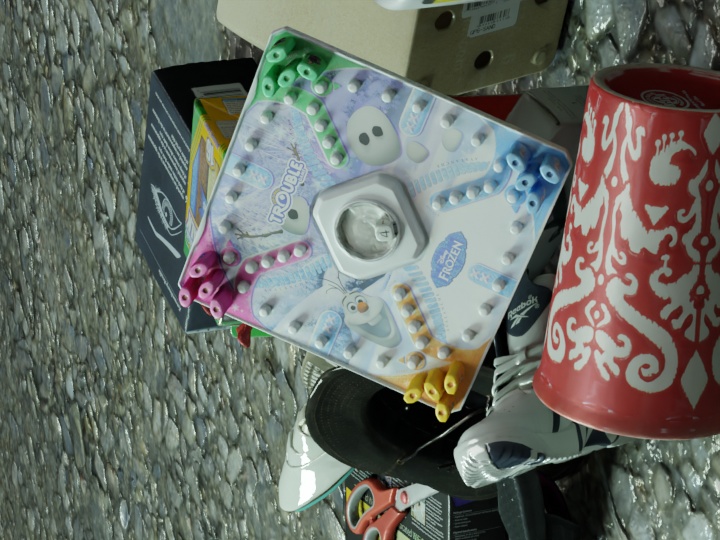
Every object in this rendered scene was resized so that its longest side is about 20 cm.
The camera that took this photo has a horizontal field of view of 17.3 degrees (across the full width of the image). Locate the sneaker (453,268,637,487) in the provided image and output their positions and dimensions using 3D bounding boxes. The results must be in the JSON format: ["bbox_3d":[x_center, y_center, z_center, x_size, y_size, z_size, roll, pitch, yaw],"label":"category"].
[{"bbox_3d":[0.108,0.064,1.541,0.079,0.199,0.130,-23,81,37],"label":"sneaker"}]

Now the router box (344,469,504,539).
[{"bbox_3d":[0.049,0.210,1.895,0.200,0.052,0.158,-148,54,-61],"label":"router box"}]

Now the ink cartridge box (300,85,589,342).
[{"bbox_3d":[0.072,-0.029,1.534,0.044,0.173,0.200,45,121,25],"label":"ink cartridge box"}]

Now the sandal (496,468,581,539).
[{"bbox_3d":[0.129,0.170,1.669,0.201,0.048,0.075,76,169,-55],"label":"sandal"}]

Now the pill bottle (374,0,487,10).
[{"bbox_3d":[0.100,-0.222,1.440,0.111,0.200,0.112,172,90,-66],"label":"pill bottle"}]

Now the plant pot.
[{"bbox_3d":[0.041,-0.223,1.610,0.177,0.199,0.200,47,141,36],"label":"plant pot"}]

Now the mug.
[{"bbox_3d":[0.166,-0.022,1.437,0.177,0.133,0.201,25,119,43],"label":"mug"}]

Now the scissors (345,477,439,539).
[{"bbox_3d":[0.029,0.174,1.845,0.200,0.014,0.073,121,136,-55],"label":"scissors"}]

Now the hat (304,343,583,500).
[{"bbox_3d":[0.064,0.086,1.688,0.201,0.200,0.081,121,162,-56],"label":"hat"}]

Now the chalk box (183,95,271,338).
[{"bbox_3d":[-0.075,-0.035,1.999,0.124,0.124,0.200,-120,32,-52],"label":"chalk box"}]

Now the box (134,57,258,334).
[{"bbox_3d":[-0.128,-0.068,2.146,0.148,0.104,0.200,-122,32,-43],"label":"box"}]

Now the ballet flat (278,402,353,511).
[{"bbox_3d":[-0.010,0.116,1.873,0.200,0.069,0.070,-39,56,26],"label":"ballet flat"}]

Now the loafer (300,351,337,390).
[{"bbox_3d":[0.000,0.042,1.911,0.076,0.068,0.200,31,149,0],"label":"loafer"}]

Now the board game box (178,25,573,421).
[{"bbox_3d":[0.004,-0.024,1.465,0.026,0.200,0.200,-62,-4,-62],"label":"board game box"}]

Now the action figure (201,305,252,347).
[{"bbox_3d":[-0.039,-0.023,1.908,0.065,0.200,0.052,43,-171,-12],"label":"action figure"}]
